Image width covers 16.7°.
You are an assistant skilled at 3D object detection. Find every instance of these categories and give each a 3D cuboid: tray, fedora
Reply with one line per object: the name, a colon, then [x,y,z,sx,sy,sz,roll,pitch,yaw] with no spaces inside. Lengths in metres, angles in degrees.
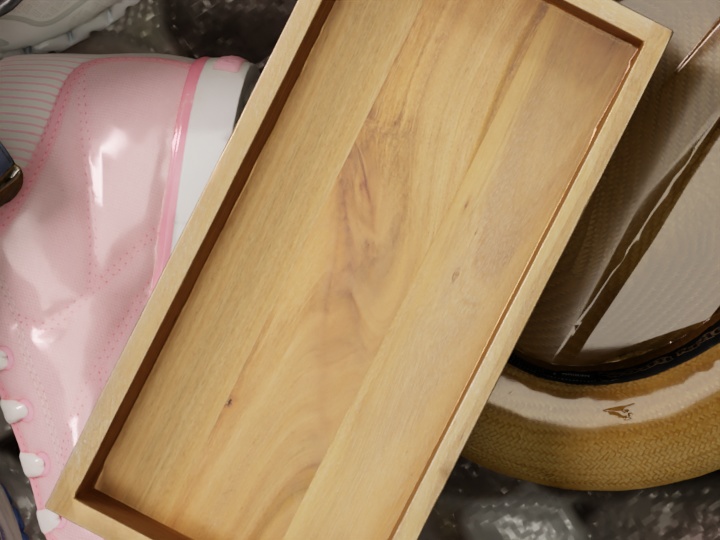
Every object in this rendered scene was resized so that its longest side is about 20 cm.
tray: [0.000,0.000,0.703,0.099,0.037,0.200,27,93,3]
fedora: [0.080,-0.032,0.756,0.200,0.082,0.201,0,93,4]

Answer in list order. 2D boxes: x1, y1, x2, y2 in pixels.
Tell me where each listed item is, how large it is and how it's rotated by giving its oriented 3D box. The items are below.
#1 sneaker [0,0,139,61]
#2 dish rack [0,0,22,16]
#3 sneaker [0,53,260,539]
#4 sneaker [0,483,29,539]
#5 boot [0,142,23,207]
sneaker: [-0.148,-0.095,0.766,0.200,0.081,0.075,-17,88,1]
dish rack: [-0.155,-0.147,0.608,0.153,0.055,0.200,-12,135,-25]
sneaker: [-0.096,0.026,0.769,0.104,0.075,0.201,8,88,4]
sneaker: [-0.162,0.037,0.764,0.077,0.085,0.200,-29,89,2]
boot: [-0.188,-0.066,0.710,0.097,0.075,0.200,-37,94,-18]
